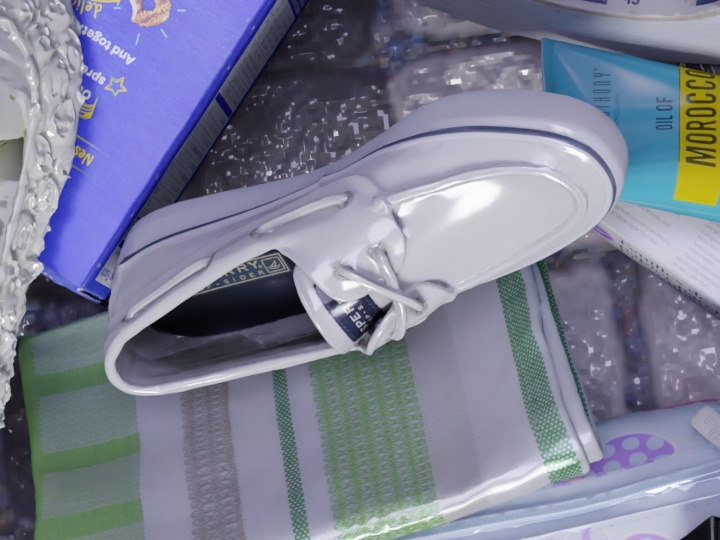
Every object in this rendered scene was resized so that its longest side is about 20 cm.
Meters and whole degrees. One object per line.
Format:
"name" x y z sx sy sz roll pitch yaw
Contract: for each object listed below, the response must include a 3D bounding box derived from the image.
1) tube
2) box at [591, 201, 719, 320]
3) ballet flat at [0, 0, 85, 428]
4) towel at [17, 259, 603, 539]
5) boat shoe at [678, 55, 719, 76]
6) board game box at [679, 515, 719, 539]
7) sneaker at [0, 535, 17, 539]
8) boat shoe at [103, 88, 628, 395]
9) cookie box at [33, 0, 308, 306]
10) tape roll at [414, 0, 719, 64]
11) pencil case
"tube" 0.160 -0.036 1.024 0.199 0.078 0.051 12 127 -5
"box" 0.166 0.017 1.043 0.200 0.039 0.041 35 86 9
"ballet flat" -0.138 -0.025 0.996 0.071 0.072 0.201 6 88 7
"towel" -0.024 0.043 1.022 0.199 0.031 0.149 -17 40 3
"boat shoe" 0.198 -0.127 1.045 0.200 0.063 0.073 -36 83 3
"board game box" 0.196 0.170 0.955 0.199 0.028 0.136 18 55 -19
"sneaker" -0.111 0.166 1.049 0.200 0.073 0.115 18 104 3
"boat shoe" 0.000 0.000 0.983 0.200 0.074 0.065 -21 36 28
"cookie box" -0.114 -0.115 1.072 0.171 0.075 0.200 33 87 8
"tape roll" 0.084 -0.132 0.970 0.200 0.200 0.066 11 79 7
"pencil case" 0.072 0.096 1.017 0.199 0.091 0.083 -15 82 5
